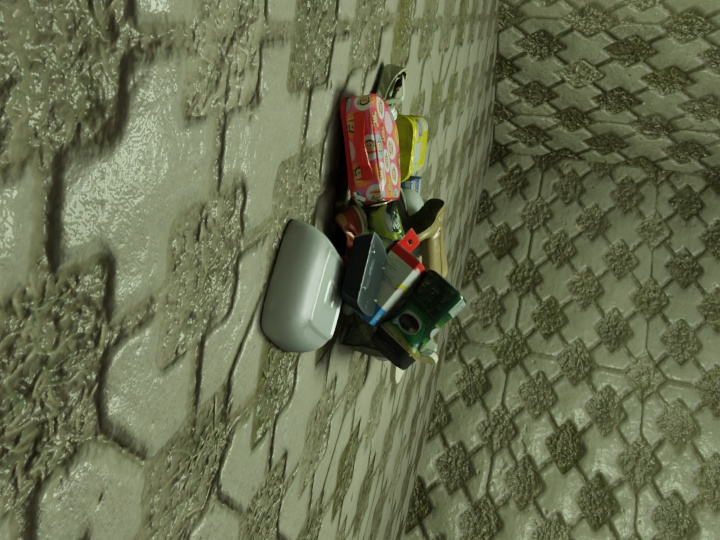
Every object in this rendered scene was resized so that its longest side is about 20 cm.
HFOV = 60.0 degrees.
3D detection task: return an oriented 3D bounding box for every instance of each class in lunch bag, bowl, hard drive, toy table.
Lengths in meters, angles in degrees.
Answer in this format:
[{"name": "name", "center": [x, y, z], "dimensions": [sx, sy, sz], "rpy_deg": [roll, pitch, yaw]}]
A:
[{"name": "lunch bag", "center": [0.019, -0.223, 1.163], "dimensions": [0.176, 0.081, 0.203], "rpy_deg": [-24, 108, -73]}, {"name": "bowl", "center": [-0.082, 0.036, 1.038], "dimensions": [0.200, 0.074, 0.202], "rpy_deg": [56, 47, -67]}, {"name": "hard drive", "center": [0.008, 0.009, 1.135], "dimensions": [0.200, 0.042, 0.136], "rpy_deg": [51, 53, -76]}, {"name": "lunch bag", "center": [0.073, 0.143, 1.417], "dimensions": [0.164, 0.198, 0.119], "rpy_deg": [37, 64, -72]}, {"name": "bowl", "center": [0.137, -0.123, 1.565], "dimensions": [0.201, 0.089, 0.204], "rpy_deg": [-14, 90, -79]}, {"name": "toy table", "center": [0.108, 0.196, 1.661], "dimensions": [0.200, 0.183, 0.118], "rpy_deg": [-46, 130, -32]}]

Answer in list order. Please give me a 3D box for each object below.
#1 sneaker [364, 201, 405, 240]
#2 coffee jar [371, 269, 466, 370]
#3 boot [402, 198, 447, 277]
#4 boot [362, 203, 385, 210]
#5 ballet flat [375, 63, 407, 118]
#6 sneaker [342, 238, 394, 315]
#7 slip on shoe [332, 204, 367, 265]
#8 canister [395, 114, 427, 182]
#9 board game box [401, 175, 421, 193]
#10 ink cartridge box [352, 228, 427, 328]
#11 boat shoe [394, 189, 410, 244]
[{"name": "sneaker", "center": [0.037, -0.088, 1.191], "dimensions": [0.200, 0.076, 0.076], "rpy_deg": [-130, -155, -86]}, {"name": "coffee jar", "center": [0.118, 0.103, 1.281], "dimensions": [0.200, 0.104, 0.085], "rpy_deg": [-47, 158, -3]}, {"name": "boot", "center": [0.157, -0.044, 1.462], "dimensions": [0.175, 0.066, 0.202], "rpy_deg": [-41, 137, -40]}, {"name": "boot", "center": [0.040, -0.145, 1.365], "dimensions": [0.201, 0.070, 0.147], "rpy_deg": [-59, 153, -31]}, {"name": "ballet flat", "center": [0.056, -0.353, 1.312], "dimensions": [0.068, 0.062, 0.202], "rpy_deg": [62, 41, -65]}, {"name": "sneaker", "center": [0.000, 0.000, 1.321], "dimensions": [0.074, 0.082, 0.201], "rpy_deg": [-15, 139, -57]}, {"name": "slip on shoe", "center": [-0.027, -0.041, 1.220], "dimensions": [0.061, 0.074, 0.201], "rpy_deg": [-20, 142, -21]}, {"name": "canister", "center": [0.100, -0.292, 1.466], "dimensions": [0.200, 0.086, 0.150], "rpy_deg": [-41, 139, -68]}, {"name": "board game box", "center": [0.132, -0.160, 1.748], "dimensions": [0.135, 0.034, 0.203], "rpy_deg": [-34, 132, -70]}, {"name": "ink cartridge box", "center": [0.072, 0.020, 1.286], "dimensions": [0.200, 0.067, 0.116], "rpy_deg": [-50, 161, 0]}, {"name": "boat shoe", "center": [0.083, -0.104, 1.442], "dimensions": [0.060, 0.073, 0.203], "rpy_deg": [-166, -111, -76]}]
